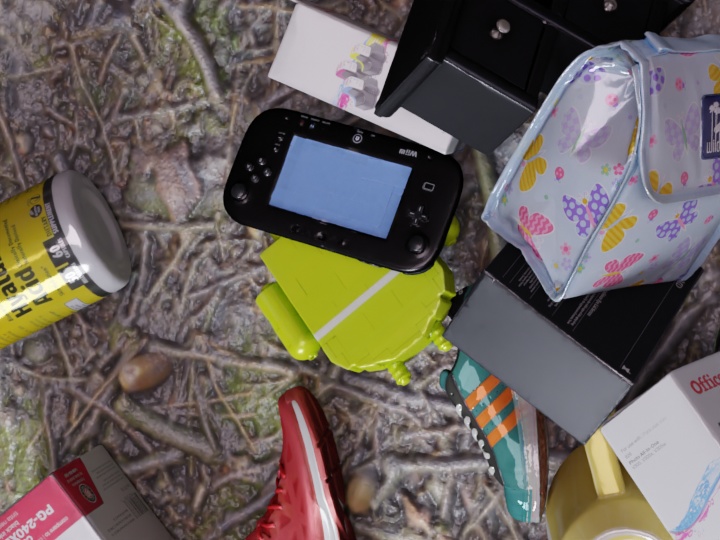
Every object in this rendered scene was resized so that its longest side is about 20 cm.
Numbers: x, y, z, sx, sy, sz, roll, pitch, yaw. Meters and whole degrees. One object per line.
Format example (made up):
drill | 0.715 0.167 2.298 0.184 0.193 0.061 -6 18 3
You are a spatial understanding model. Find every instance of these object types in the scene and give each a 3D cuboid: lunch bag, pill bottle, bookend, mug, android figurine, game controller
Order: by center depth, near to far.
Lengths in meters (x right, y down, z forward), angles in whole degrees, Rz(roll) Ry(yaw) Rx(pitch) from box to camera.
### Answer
lunch bag | 0.214 -0.085 1.488 0.127 0.169 0.201 49 126 31
bookend | 0.138 -0.170 1.539 0.198 0.092 0.201 29 57 -13
mug | 0.203 0.208 1.598 0.186 0.153 0.150 43 106 -1
game controller | -0.015 -0.066 1.635 0.198 0.042 0.105 17 88 21
android figurine | 0.000 0.000 1.662 0.182 0.041 0.201 -41 72 10
pill bottle | -0.304 0.005 1.699 0.199 0.111 0.112 -26 90 11

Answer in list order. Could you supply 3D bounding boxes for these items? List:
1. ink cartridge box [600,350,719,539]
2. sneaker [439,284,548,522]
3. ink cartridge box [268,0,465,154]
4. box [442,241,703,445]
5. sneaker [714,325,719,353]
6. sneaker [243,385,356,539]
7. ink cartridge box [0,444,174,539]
ink cartridge box | 0.294 0.167 1.535 0.087 0.145 0.201 -44 72 31
sneaker | 0.109 0.111 1.661 0.079 0.071 0.202 -9 86 12
ink cartridge box | -0.001 -0.164 1.631 0.199 0.115 0.068 25 98 8
box | 0.170 0.024 1.569 0.141 0.200 0.079 35 125 6
sneaker | 0.341 0.024 1.604 0.076 0.084 0.201 25 98 7
sneaker | -0.070 0.205 1.693 0.114 0.078 0.202 -13 91 9
ink cartridge box | -0.205 0.259 1.684 0.083 0.145 0.201 -38 88 9
